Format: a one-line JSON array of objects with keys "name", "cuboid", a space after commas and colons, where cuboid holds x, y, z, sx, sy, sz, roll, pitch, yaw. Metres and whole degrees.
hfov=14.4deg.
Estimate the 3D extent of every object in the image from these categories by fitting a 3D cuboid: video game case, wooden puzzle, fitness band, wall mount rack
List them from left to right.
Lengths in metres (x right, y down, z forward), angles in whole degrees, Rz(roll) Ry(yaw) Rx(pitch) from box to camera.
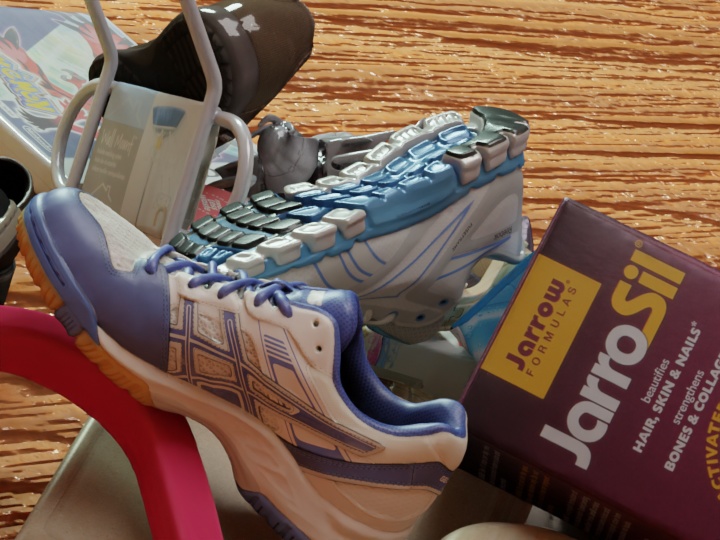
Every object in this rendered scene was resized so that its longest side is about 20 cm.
[{"name": "fitness band", "cuboid": [-0.125, 0.093, 1.086, 0.143, 0.038, 0.200, 7, 41, -25]}, {"name": "video game case", "cuboid": [-0.153, -0.090, 1.562, 0.182, 0.023, 0.200, 0, 33, -49]}, {"name": "wall mount rack", "cuboid": [-0.118, -0.087, 1.341, 0.074, 0.175, 0.200, 15, 2, -33]}, {"name": "wooden puzzle", "cuboid": [-0.031, 0.104, 1.179, 0.184, 0.037, 0.200, 26, 37, 2]}]

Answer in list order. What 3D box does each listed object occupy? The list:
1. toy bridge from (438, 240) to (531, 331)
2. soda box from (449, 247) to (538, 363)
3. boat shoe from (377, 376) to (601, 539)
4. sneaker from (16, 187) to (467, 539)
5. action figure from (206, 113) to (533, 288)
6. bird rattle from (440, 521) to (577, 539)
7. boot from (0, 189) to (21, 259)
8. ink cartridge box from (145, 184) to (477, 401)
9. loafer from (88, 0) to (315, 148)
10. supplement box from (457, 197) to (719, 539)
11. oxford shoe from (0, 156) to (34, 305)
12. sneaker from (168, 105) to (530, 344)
[{"name": "toy bridge", "cuboid": [0.023, 0.002, 1.346, 0.067, 0.027, 0.200, 39, 26, 31]}, {"name": "soda box", "cuboid": [0.102, 0.027, 1.358, 0.068, 0.064, 0.200, 49, 11, 6]}, {"name": "boat shoe", "cuboid": [0.037, 0.108, 1.275, 0.199, 0.063, 0.073, 25, 46, 5]}, {"name": "sneaker", "cuboid": [-0.043, 0.025, 1.125, 0.200, 0.088, 0.075, 42, 20, -6]}, {"name": "action figure", "cuboid": [0.005, -0.040, 1.454, 0.130, 0.070, 0.200, 3, -16, 38]}, {"name": "bird rattle", "cuboid": [0.074, 0.169, 1.107, 0.199, 0.113, 0.163, 0, 42, -28]}, {"name": "boot", "cuboid": [-0.235, -0.036, 1.141, 0.200, 0.073, 0.151, -34, 98, -43]}, {"name": "ink cartridge box", "cuboid": [-0.007, 0.031, 1.378, 0.199, 0.068, 0.117, 17, 23, -22]}, {"name": "loafer", "cuboid": [-0.075, -0.090, 1.412, 0.071, 0.073, 0.200, -22, 4, -25]}, {"name": "supplement box", "cuboid": [0.146, 0.068, 1.172, 0.199, 0.111, 0.086, 26, -12, 7]}, {"name": "oxford shoe", "cuboid": [-0.219, -0.022, 1.245, 0.073, 0.085, 0.200, 37, 26, 21]}, {"name": "sneaker", "cuboid": [0.000, 0.000, 1.249, 0.199, 0.087, 0.075, -22, 24, -28]}]
